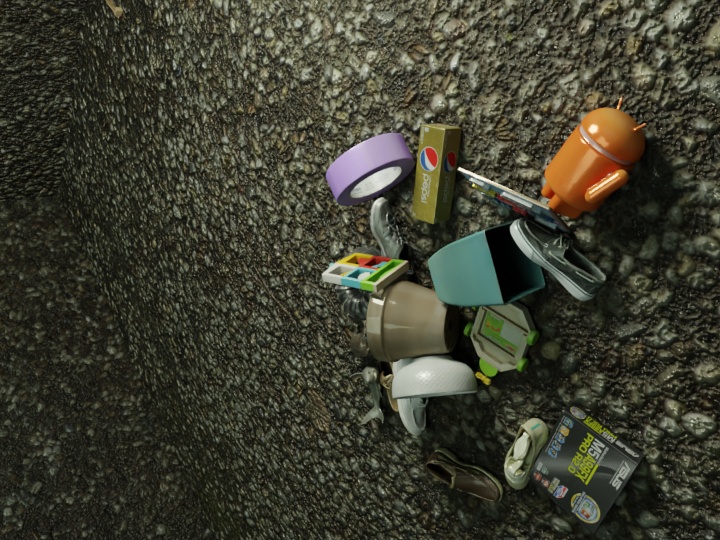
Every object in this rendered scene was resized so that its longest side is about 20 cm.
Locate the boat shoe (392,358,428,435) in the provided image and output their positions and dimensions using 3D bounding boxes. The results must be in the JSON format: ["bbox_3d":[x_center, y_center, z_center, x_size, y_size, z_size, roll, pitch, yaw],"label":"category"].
[{"bbox_3d":[0.138,0.313,1.403,0.068,0.071,0.206,-13,83,47],"label":"boat shoe"}]

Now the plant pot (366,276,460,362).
[{"bbox_3d":[0.131,0.117,1.276,0.170,0.199,0.206,4,106,27],"label":"plant pot"}]

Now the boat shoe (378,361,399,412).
[{"bbox_3d":[0.077,0.277,1.451,0.070,0.064,0.205,-5,98,47],"label":"boat shoe"}]

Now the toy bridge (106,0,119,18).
[{"bbox_3d":[-0.989,-1.090,2.204,0.067,0.027,0.204,-26,83,50],"label":"toy bridge"}]

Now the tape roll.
[{"bbox_3d":[0.022,-0.224,1.257,0.199,0.197,0.067,-36,76,46],"label":"tape roll"}]

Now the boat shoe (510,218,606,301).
[{"bbox_3d":[0.369,-0.036,1.031,0.199,0.072,0.071,42,138,10],"label":"boat shoe"}]

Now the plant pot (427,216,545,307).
[{"bbox_3d":[0.241,-0.006,1.140,0.198,0.139,0.145,-15,92,53],"label":"plant pot"}]

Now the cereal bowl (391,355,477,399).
[{"bbox_3d":[0.164,0.241,1.262,0.198,0.197,0.086,-23,66,47],"label":"cereal bowl"}]

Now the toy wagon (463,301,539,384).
[{"bbox_3d":[0.294,0.152,1.198,0.154,0.039,0.204,34,126,35],"label":"toy wagon"}]

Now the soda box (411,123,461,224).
[{"bbox_3d":[0.164,-0.209,1.210,0.067,0.063,0.205,23,118,40],"label":"soda box"}]

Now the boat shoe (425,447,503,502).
[{"bbox_3d":[0.242,0.503,1.336,0.200,0.074,0.077,15,113,43],"label":"boat shoe"}]

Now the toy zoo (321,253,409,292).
[{"bbox_3d":[0.000,0.000,1.311,0.197,0.130,0.021,10,121,40],"label":"toy zoo"}]

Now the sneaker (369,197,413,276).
[{"bbox_3d":[0.084,-0.079,1.341,0.081,0.074,0.205,-4,110,41],"label":"sneaker"}]

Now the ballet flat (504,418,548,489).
[{"bbox_3d":[0.344,0.405,1.204,0.069,0.069,0.204,32,124,36],"label":"ballet flat"}]

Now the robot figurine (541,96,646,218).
[{"bbox_3d":[0.391,-0.182,0.936,0.116,0.143,0.202,38,129,11],"label":"robot figurine"}]

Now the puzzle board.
[{"bbox_3d":[0.287,-0.129,1.046,0.198,0.150,0.018,33,98,36],"label":"puzzle board"}]

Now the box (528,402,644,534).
[{"bbox_3d":[0.442,0.392,1.110,0.159,0.044,0.204,37,127,34],"label":"box"}]

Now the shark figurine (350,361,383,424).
[{"bbox_3d":[0.018,0.310,1.504,0.087,0.130,0.218,0,132,9],"label":"shark figurine"}]

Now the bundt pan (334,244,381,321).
[{"bbox_3d":[0.004,0.041,1.451,0.199,0.075,0.207,16,112,43],"label":"bundt pan"}]

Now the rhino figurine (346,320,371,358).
[{"bbox_3d":[0.001,0.187,1.477,0.200,0.058,0.090,141,133,-72],"label":"rhino figurine"}]
